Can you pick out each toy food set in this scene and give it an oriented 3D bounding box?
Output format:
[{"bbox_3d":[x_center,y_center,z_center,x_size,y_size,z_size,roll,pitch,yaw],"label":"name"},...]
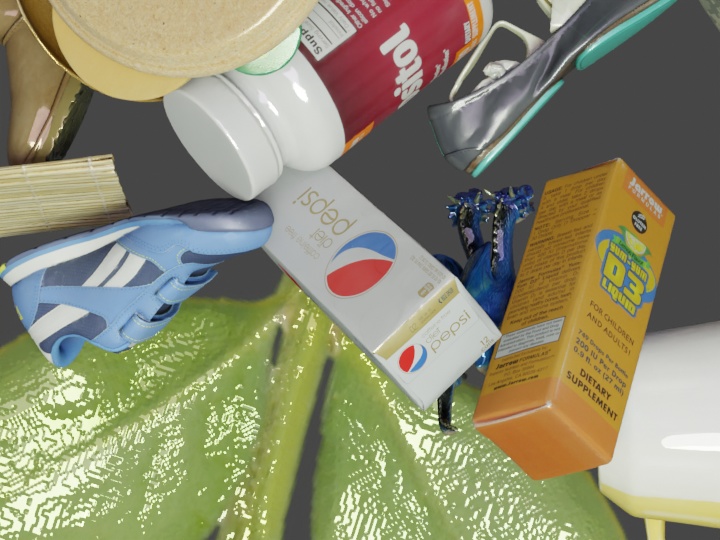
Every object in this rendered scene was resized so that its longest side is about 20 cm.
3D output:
[{"bbox_3d":[-0.099,-0.206,1.057,0.197,0.049,0.201,-14,93,11],"label":"toy food set"}]

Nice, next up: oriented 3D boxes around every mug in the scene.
[{"bbox_3d":[0.225,0.116,1.150,0.152,0.149,0.188,-1,81,7],"label":"mug"}]

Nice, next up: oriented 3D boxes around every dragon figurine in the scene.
[{"bbox_3d":[0.065,0.019,1.153,0.059,0.200,0.100,-11,115,36],"label":"dragon figurine"}]

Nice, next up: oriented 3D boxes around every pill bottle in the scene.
[{"bbox_3d":[-0.021,-0.136,1.145,0.200,0.113,0.113,-40,89,-19],"label":"pill bottle"}]

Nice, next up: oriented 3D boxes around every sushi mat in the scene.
[{"bbox_3d":[-0.248,-0.040,1.168,0.199,0.096,0.012,-6,69,1],"label":"sushi mat"}]

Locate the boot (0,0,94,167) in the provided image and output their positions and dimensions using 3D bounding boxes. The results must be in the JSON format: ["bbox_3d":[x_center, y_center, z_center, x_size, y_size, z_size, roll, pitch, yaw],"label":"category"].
[{"bbox_3d":[-0.266,-0.163,1.193,0.199,0.066,0.176,20,75,-1],"label":"boot"}]

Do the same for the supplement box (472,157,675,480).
[{"bbox_3d":[0.135,0.027,1.133,0.066,0.069,0.201,41,48,-27],"label":"supplement box"}]

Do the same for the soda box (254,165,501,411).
[{"bbox_3d":[0.000,0.000,1.124,0.068,0.200,0.064,-43,130,-3],"label":"soda box"}]

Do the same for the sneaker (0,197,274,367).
[{"bbox_3d":[-0.135,0.005,1.160,0.199,0.074,0.083,-16,90,28],"label":"sneaker"}]

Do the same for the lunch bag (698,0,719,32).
[{"bbox_3d":[0.310,-0.179,1.148,0.139,0.168,0.201,-33,89,-2],"label":"lunch bag"}]

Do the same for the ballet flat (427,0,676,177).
[{"bbox_3d":[0.123,-0.148,1.195,0.200,0.073,0.073,-41,89,0],"label":"ballet flat"}]

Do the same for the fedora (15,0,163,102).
[{"bbox_3d":[-0.121,-0.205,1.148,0.200,0.082,0.202,3,85,-31],"label":"fedora"}]
